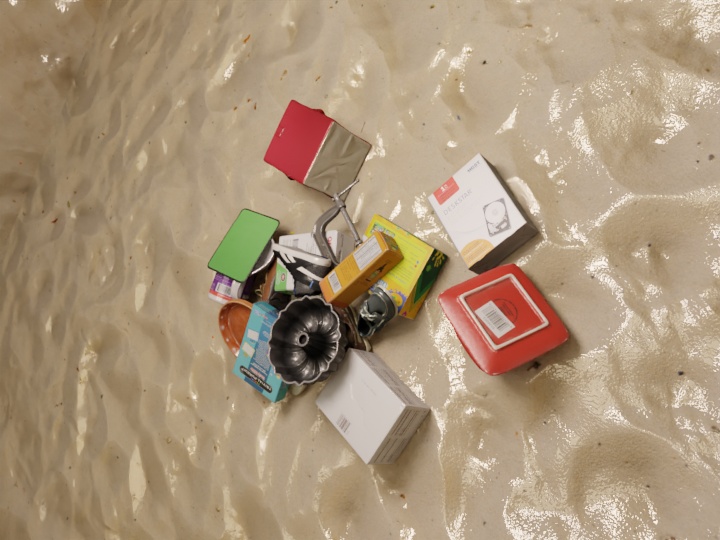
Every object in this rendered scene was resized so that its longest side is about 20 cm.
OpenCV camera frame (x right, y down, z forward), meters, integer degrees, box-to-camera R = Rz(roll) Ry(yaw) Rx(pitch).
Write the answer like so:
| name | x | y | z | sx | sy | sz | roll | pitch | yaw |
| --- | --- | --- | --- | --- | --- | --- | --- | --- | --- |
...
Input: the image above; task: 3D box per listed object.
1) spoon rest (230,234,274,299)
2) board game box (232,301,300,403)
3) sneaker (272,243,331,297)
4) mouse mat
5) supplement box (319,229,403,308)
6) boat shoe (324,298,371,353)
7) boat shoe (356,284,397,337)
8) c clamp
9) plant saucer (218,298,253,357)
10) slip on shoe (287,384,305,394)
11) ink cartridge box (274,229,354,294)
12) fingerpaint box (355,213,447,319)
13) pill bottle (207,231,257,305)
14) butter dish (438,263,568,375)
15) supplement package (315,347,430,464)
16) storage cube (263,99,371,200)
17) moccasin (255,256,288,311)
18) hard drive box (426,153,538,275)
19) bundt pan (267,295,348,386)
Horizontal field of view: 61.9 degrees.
| name | x | y | z | sx | sy | sz | roll | pitch | yaw |
| --- | --- | --- | --- | --- | --- | --- | --- | --- | --- |
| spoon rest | -0.293 | -0.003 | 1.615 | 0.098 | 0.060 | 0.203 | 25 | 89 | 34 |
| board game box | -0.229 | 0.203 | 1.505 | 0.149 | 0.047 | 0.203 | 29 | 110 | 23 |
| sneaker | -0.160 | 0.005 | 1.469 | 0.198 | 0.072 | 0.114 | 18 | 98 | 43 |
| mouse mat | -0.320 | -0.071 | 1.638 | 0.159 | 0.008 | 0.202 | 20 | 72 | 34 |
| supplement box | 0.000 | 0.000 | 1.364 | 0.199 | 0.066 | 0.070 | -39 | 55 | 23 |
| boat shoe | -0.045 | 0.130 | 1.450 | 0.075 | 0.074 | 0.203 | -51 | 51 | 16 |
| boat shoe | 0.032 | 0.098 | 1.337 | 0.061 | 0.201 | 0.073 | -37 | 77 | -22 |
| c clamp | -0.042 | -0.096 | 1.440 | 0.169 | 0.027 | 0.203 | -32 | 63 | 22 |
| plant saucer | -0.300 | 0.167 | 1.612 | 0.197 | 0.032 | 0.204 | 17 | 123 | 27 |
| slip on shoe | -0.141 | 0.223 | 1.518 | 0.073 | 0.061 | 0.204 | 23 | 106 | 25 |
| ink cartridge box | -0.118 | -0.016 | 1.541 | 0.197 | 0.083 | 0.149 | -3 | 77 | 36 |
| fingerpaint box | 0.079 | -0.011 | 1.395 | 0.199 | 0.073 | 0.169 | 34 | 99 | 39 |
| pill bottle | -0.347 | 0.000 | 1.696 | 0.110 | 0.111 | 0.204 | 18 | 86 | 39 |
| butter dish | 0.267 | 0.118 | 1.181 | 0.196 | 0.149 | 0.202 | -20 | 57 | -17 |
| supplement package | 0.024 | 0.300 | 1.332 | 0.200 | 0.110 | 0.157 | 41 | 103 | 38 |
| storage cube | -0.112 | -0.309 | 1.558 | 0.179 | 0.170 | 0.203 | 34 | 99 | 37 |
| moccasin | -0.238 | 0.053 | 1.627 | 0.077 | 0.073 | 0.206 | 1 | 82 | 52 |
| hard drive box | 0.257 | -0.118 | 1.284 | 0.155 | 0.076 | 0.202 | -40 | 57 | 22 |
| bundt pan | -0.111 | 0.165 | 1.356 | 0.198 | 0.076 | 0.206 | -12 | 65 | 26 |
